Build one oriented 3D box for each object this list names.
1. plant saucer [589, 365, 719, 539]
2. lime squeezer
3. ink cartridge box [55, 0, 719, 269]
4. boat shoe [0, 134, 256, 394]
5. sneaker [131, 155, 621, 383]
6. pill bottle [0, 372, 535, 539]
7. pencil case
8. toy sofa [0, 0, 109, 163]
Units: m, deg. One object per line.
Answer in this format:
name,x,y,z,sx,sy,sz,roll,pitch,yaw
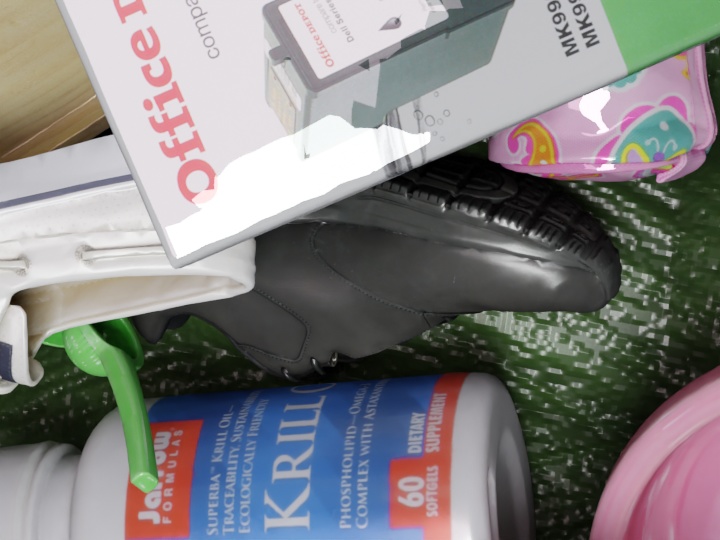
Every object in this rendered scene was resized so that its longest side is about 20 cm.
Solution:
plant saucer,0.180,0.105,0.745,0.199,0.051,0.202,8,119,14
lime squeezer,-0.115,0.031,0.799,0.071,0.199,0.038,-43,120,-24
ink cartridge box,0.004,-0.104,0.671,0.199,0.084,0.147,-24,94,1
boat shoe,-0.131,0.008,0.746,0.198,0.071,0.070,-14,74,1
sneaker,0.000,0.000,0.798,0.198,0.076,0.092,9,105,21
pill bottle,-0.040,0.100,0.790,0.198,0.112,0.113,-6,95,13
pencil case,0.086,-0.132,0.750,0.087,0.087,0.202,2,95,13
toy sofa,-0.086,-0.115,0.779,0.199,0.083,0.098,-32,51,6
